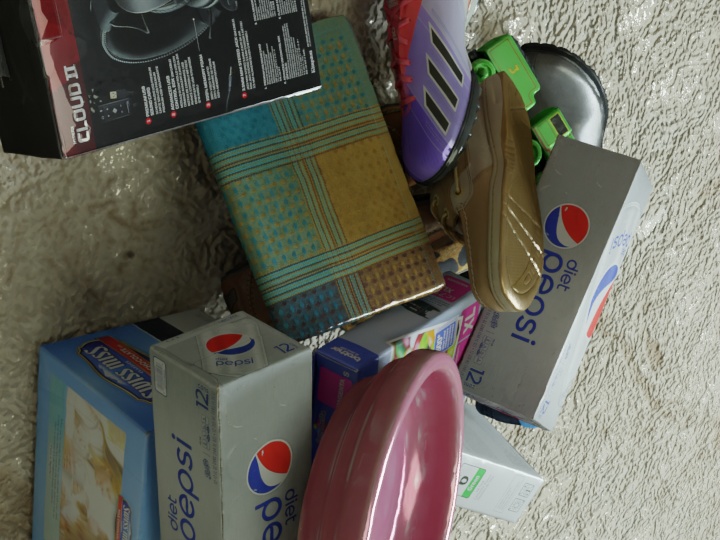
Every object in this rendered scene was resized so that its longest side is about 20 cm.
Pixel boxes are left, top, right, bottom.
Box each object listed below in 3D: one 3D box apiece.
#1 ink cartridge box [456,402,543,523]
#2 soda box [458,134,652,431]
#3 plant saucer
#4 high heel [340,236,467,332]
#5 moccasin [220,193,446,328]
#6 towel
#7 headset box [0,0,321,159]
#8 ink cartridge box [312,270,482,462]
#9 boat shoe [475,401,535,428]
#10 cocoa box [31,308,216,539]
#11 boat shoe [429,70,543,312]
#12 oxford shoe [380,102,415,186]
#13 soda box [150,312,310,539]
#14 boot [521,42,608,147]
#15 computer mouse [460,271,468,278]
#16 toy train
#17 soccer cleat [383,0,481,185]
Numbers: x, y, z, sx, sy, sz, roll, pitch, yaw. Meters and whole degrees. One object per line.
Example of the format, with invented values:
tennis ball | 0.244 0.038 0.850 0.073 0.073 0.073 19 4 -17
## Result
ink cartridge box | 0.045 0.136 1.034 0.199 0.109 0.051 22 105 -39
soda box | 0.141 0.010 0.927 0.201 0.068 0.063 -67 155 -6
plant saucer | 0.012 0.144 0.768 0.200 0.051 0.202 9 90 -72
high heel | 0.045 -0.040 0.999 0.142 0.071 0.201 15 87 -27
moccasin | 0.001 0.000 0.924 0.201 0.074 0.078 -25 90 -27
towel | -0.031 -0.063 0.840 0.146 0.022 0.201 -18 87 -38
headset box | -0.128 -0.153 0.710 0.199 0.077 0.150 -22 111 -36
ink cartridge box | 0.014 0.087 0.865 0.200 0.042 0.120 -26 131 -49
boat shoe | 0.152 0.053 1.135 0.200 0.068 0.085 -54 136 -49
cocoa box | -0.131 0.149 0.854 0.131 0.133 0.201 -13 120 -41
boat shoe | 0.083 -0.050 0.895 0.074 0.069 0.201 51 32 -41
oxford shoe | 0.010 -0.071 0.930 0.199 0.071 0.072 -22 124 -39
soda box | -0.073 0.131 0.742 0.068 0.063 0.201 -21 123 -39
boot | 0.156 -0.077 1.052 0.132 0.069 0.200 -61 141 -28
computer mouse | 0.087 0.061 1.111 0.059 0.034 0.201 30 90 -50
toy train | 0.141 -0.091 0.991 0.056 0.042 0.201 -36 104 -12
soccer cleat | 0.042 -0.159 0.887 0.073 0.068 0.201 16 75 -35
